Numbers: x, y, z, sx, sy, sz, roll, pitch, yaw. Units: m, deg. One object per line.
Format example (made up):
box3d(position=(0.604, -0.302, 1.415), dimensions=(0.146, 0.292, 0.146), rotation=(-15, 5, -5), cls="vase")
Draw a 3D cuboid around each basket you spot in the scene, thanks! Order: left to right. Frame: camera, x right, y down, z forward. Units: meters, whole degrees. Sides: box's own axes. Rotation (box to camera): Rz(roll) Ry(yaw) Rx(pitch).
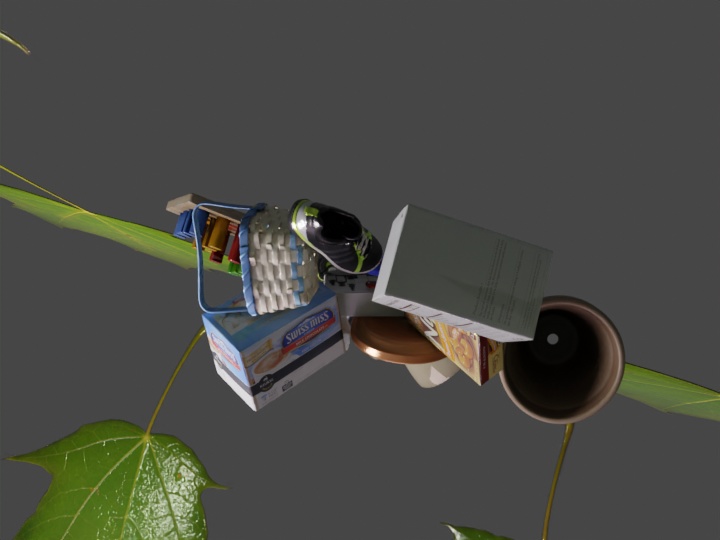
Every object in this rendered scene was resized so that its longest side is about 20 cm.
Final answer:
box3d(position=(-0.165, -0.015, 1.104), dimensions=(0.195, 0.181, 0.139), rotation=(2, -161, 5), cls="basket")

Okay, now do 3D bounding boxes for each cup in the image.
box3d(position=(0.143, 0.120, 1.472), dimensions=(0.143, 0.201, 0.200), rotation=(43, 165, -15), cls="cup")

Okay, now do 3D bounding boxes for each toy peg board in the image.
box3d(position=(-0.270, -0.059, 1.350), dimensions=(0.196, 0.100, 0.199), rotation=(20, 171, -26), cls="toy peg board")

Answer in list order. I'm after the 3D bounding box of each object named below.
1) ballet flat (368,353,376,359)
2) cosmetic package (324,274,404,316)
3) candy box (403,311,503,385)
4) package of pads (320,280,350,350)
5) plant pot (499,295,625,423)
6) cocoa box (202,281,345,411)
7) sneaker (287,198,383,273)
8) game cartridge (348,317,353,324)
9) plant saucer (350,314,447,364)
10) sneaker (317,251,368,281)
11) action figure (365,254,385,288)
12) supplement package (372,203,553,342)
box3d(position=(0.025, 0.102, 1.511), dimensions=(0.066, 0.204, 0.047), rotation=(3, 146, -19), cls="ballet flat")
box3d(position=(0.033, 0.044, 1.277), dimensions=(0.195, 0.052, 0.083), rotation=(0, -155, -8), cls="cosmetic package")
box3d(position=(0.144, 0.078, 1.134), dimensions=(0.199, 0.055, 0.117), rotation=(40, 151, 42), cls="candy box")
box3d(position=(-0.111, 0.074, 1.366), dimensions=(0.151, 0.203, 0.069), rotation=(-9, 144, -17), cls="package of pads")
box3d(position=(0.329, 0.130, 1.182), dimensions=(0.196, 0.205, 0.175), rotation=(15, -169, 9), cls="plant pot")
box3d(position=(-0.143, 0.106, 1.187), dimensions=(0.133, 0.198, 0.133), rotation=(33, 142, 42), cls="cocoa box")
box3d(position=(-0.022, -0.044, 1.033), dimensions=(0.082, 0.073, 0.198), rotation=(7, 167, 44), cls="sneaker")
box3d(position=(-0.053, 0.053, 1.508), dimensions=(0.041, 0.135, 0.201), rotation=(-22, 164, -18), cls="game cartridge")
box3d(position=(0.080, 0.102, 1.253), dimensions=(0.195, 0.033, 0.201), rotation=(2, -156, -1), cls="plant saucer")
box3d(position=(0.000, 0.000, 1.350), dimensions=(0.196, 0.075, 0.081), rotation=(20, -172, -14), cls="sneaker")
box3d(position=(0.020, -0.008, 1.217), dimensions=(0.197, 0.067, 0.098), rotation=(23, 163, -33), cls="action figure")
box3d(position=(0.127, 0.009, 0.911), dimensions=(0.196, 0.120, 0.117), rotation=(18, 172, -4), cls="supplement package")
